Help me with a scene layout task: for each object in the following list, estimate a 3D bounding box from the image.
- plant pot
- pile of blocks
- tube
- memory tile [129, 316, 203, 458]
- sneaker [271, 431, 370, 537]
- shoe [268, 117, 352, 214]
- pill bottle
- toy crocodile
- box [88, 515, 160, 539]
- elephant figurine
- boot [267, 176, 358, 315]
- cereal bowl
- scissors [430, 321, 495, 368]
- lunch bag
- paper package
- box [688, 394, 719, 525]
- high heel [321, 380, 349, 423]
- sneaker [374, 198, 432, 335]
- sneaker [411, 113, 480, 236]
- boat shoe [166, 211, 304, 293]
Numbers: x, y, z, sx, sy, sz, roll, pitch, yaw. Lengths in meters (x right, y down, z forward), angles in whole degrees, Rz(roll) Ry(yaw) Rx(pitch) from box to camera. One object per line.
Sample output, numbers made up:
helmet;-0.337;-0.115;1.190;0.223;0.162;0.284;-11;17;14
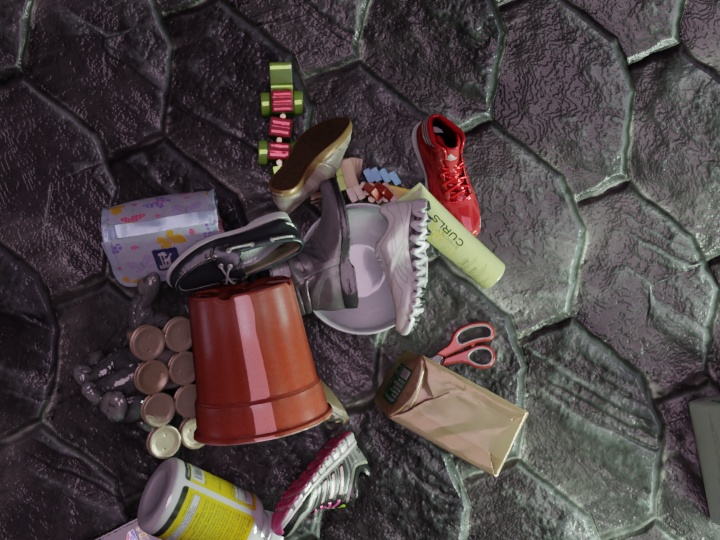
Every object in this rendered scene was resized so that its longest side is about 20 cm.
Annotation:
plant pot;-0.151;0.117;1.596;0.199;0.201;0.197;-10;97;-6
pile of blocks;0.007;-0.135;1.770;0.198;0.062;0.083;8;85;-5
tube;0.135;-0.051;1.755;0.200;0.052;0.058;41;89;-18
memory tile;-0.251;0.162;1.652;0.152;0.017;0.202;-16;108;-31
sneaker;-0.051;0.330;1.701;0.088;0.074;0.200;49;51;-7
shoe;-0.073;-0.160;1.725;0.069;0.054;0.200;14;48;30
pill bottle;-0.214;0.361;1.672;0.199;0.112;0.113;30;83;-23
toy crocodile;-0.122;-0.222;1.765;0.067;0.062;0.202;2;85;-5
box;-0.316;0.469;1.707;0.159;0.044;0.201;-25;88;-7
elephant figurine;-0.307;0.122;1.676;0.141;0.155;0.200;44;91;8
boot;-0.077;-0.031;1.673;0.130;0.070;0.202;-8;82;1
cereal bowl;0.000;0.000;1.749;0.198;0.083;0.202;0;85;-4
scissors;0.118;0.134;1.787;0.198;0.014;0.074;-14;90;-5
lunch bag;-0.283;-0.049;1.670;0.168;0.200;0.128;-11;86;-6
paper package;0.127;0.203;1.681;0.189;0.200;0.104;28;87;-4
box;0.633;0.280;1.739;0.197;0.171;0.202;-10;86;-6
high heel;-0.128;0.210;1.749;0.199;0.072;0.143;35;110;-17
sneaker;0.060;-0.006;1.685;0.080;0.075;0.202;3;84;8
sneaker;0.135;-0.144;1.754;0.078;0.116;0.201;-25;88;-6
boat shoe;-0.173;-0.017;1.604;0.199;0.076;0.060;-29;58;-14
